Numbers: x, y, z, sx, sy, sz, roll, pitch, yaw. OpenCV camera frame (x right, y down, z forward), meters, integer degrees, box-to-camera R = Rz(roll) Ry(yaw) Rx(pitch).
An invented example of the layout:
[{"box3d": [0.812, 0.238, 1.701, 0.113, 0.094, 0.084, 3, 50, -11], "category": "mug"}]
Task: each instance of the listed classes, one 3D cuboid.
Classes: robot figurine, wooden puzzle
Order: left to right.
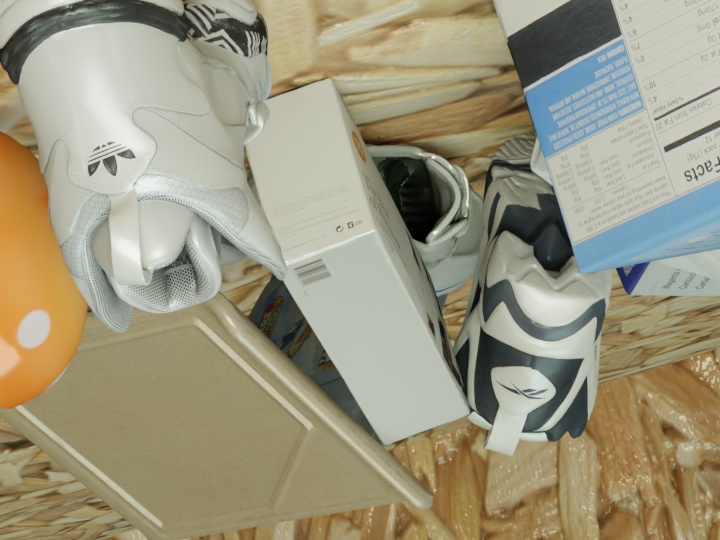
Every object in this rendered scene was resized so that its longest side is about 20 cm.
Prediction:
[{"box3d": [-0.190, 0.010, 0.981, 0.199, 0.144, 0.117, -16, -159, -3], "category": "robot figurine"}, {"box3d": [-0.087, 0.070, 1.272, 0.200, 0.037, 0.185, -8, 141, 36], "category": "wooden puzzle"}]

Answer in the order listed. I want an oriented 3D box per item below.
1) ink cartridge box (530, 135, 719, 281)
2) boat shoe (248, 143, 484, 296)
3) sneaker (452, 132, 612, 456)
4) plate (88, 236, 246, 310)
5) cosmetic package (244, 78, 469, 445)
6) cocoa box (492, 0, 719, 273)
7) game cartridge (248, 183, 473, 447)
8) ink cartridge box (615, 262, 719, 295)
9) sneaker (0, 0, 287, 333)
[{"box3d": [0.197, -0.021, 1.176, 0.200, 0.050, 0.162, 14, 172, 31], "category": "ink cartridge box"}, {"box3d": [0.025, -0.026, 1.301, 0.067, 0.074, 0.200, -18, 171, 31], "category": "boat shoe"}, {"box3d": [0.087, 0.020, 1.307, 0.079, 0.130, 0.199, 14, -152, -5], "category": "sneaker"}, {"box3d": [-0.169, 0.000, 1.240, 0.199, 0.032, 0.200, -18, 172, 7], "category": "plate"}, {"box3d": [0.000, 0.000, 1.183, 0.051, 0.083, 0.200, -21, 151, 4], "category": "cosmetic package"}, {"box3d": [0.174, -0.088, 0.996, 0.200, 0.132, 0.133, -10, 169, -39], "category": "cocoa box"}, {"box3d": [-0.016, 0.038, 1.395, 0.133, 0.042, 0.200, -19, -146, 35], "category": "game cartridge"}, {"box3d": [0.209, -0.038, 1.416, 0.199, 0.043, 0.196, -2, 157, -8], "category": "ink cartridge box"}, {"box3d": [-0.067, -0.039, 0.899, 0.075, 0.115, 0.200, -18, 172, 11], "category": "sneaker"}]
